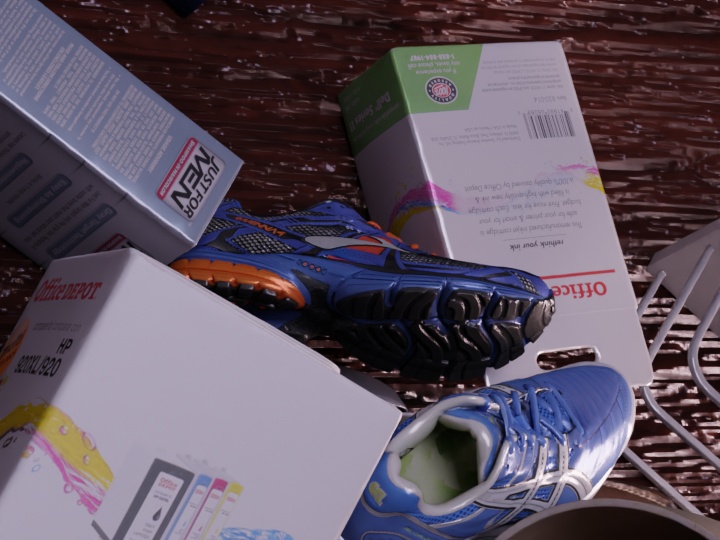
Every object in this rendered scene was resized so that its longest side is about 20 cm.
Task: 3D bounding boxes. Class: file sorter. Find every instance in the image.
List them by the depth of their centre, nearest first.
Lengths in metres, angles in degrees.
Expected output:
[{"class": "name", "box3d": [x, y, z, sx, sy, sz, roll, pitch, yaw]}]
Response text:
[{"class": "file sorter", "box3d": [0.240, 0.047, 1.444, 0.139, 0.200, 0.125, 41, 56, -11]}]

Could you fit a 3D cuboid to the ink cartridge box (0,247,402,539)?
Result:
[{"class": "ink cartridge box", "box3d": [-0.106, 0.110, 1.189, 0.145, 0.147, 0.200, 31, 79, -17]}]

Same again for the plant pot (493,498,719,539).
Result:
[{"class": "plant pot", "box3d": [0.162, 0.200, 1.342, 0.200, 0.187, 0.187, 0, 67, -63]}]

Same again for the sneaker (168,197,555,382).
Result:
[{"class": "sneaker", "box3d": [0.000, 0.000, 1.354, 0.200, 0.075, 0.078, 8, 52, 0]}]

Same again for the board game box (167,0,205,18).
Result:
[{"class": "board game box", "box3d": [-0.126, -0.250, 1.436, 0.200, 0.035, 0.136, 42, 54, -11]}]

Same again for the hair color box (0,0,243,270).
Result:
[{"class": "hair color box", "box3d": [-0.167, -0.074, 1.296, 0.200, 0.099, 0.061, 38, 54, -14]}]

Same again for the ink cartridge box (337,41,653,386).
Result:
[{"class": "ink cartridge box", "box3d": [0.073, -0.018, 1.445, 0.117, 0.067, 0.200, -5, 73, -33]}]

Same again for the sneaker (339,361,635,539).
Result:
[{"class": "sneaker", "box3d": [0.067, 0.093, 1.307, 0.200, 0.077, 0.076, -27, 71, -37]}]

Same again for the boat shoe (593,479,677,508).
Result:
[{"class": "boat shoe", "box3d": [0.096, 0.137, 1.390, 0.202, 0.075, 0.075, -1, 71, -33]}]

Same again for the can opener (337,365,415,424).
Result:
[{"class": "can opener", "box3d": [-0.062, 0.080, 1.341, 0.200, 0.053, 0.067, 4, 36, -31]}]
